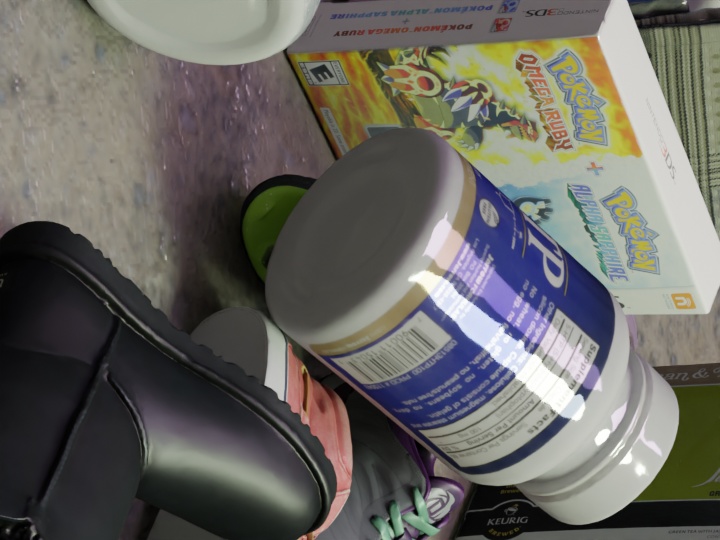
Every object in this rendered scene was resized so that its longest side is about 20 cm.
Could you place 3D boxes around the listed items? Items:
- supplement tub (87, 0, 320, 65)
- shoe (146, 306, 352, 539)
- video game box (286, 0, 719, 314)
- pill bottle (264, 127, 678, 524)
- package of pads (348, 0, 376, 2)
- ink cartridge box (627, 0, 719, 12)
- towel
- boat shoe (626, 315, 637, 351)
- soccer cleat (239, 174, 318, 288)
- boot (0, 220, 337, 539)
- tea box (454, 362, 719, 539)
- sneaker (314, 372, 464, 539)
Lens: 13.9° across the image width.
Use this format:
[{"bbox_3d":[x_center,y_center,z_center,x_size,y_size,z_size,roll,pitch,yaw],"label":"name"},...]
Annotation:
[{"bbox_3d":[-0.054,-0.204,1.369,0.123,0.122,0.201,61,36,-41],"label":"supplement tub"},{"bbox_3d":[-0.049,0.123,1.389,0.091,0.071,0.201,44,43,-46],"label":"shoe"},{"bbox_3d":[0.079,-0.058,1.554,0.201,0.181,0.047,63,36,-38],"label":"video game box"},{"bbox_3d":[0.060,0.034,1.438,0.200,0.119,0.120,41,48,-31],"label":"pill bottle"},{"bbox_3d":[0.040,-0.220,1.616,0.120,0.075,0.202,4,84,-64],"label":"package of pads"},{"bbox_3d":[0.156,-0.179,1.653,0.200,0.124,0.129,86,2,-67],"label":"ink cartridge box"},{"bbox_3d":[0.131,-0.067,1.623,0.201,0.191,0.035,79,9,-46],"label":"towel"},{"bbox_3d":[0.120,0.016,1.750,0.200,0.071,0.066,62,15,-54],"label":"boat shoe"},{"bbox_3d":[0.000,0.000,1.528,0.200,0.068,0.081,34,14,-42],"label":"soccer cleat"},{"bbox_3d":[-0.107,0.098,1.233,0.200,0.076,0.169,44,42,-24],"label":"boot"},{"bbox_3d":[0.175,0.163,1.699,0.134,0.199,0.197,67,32,-33],"label":"tea box"},{"bbox_3d":[0.002,0.133,1.475,0.075,0.087,0.201,56,39,-45],"label":"sneaker"}]
